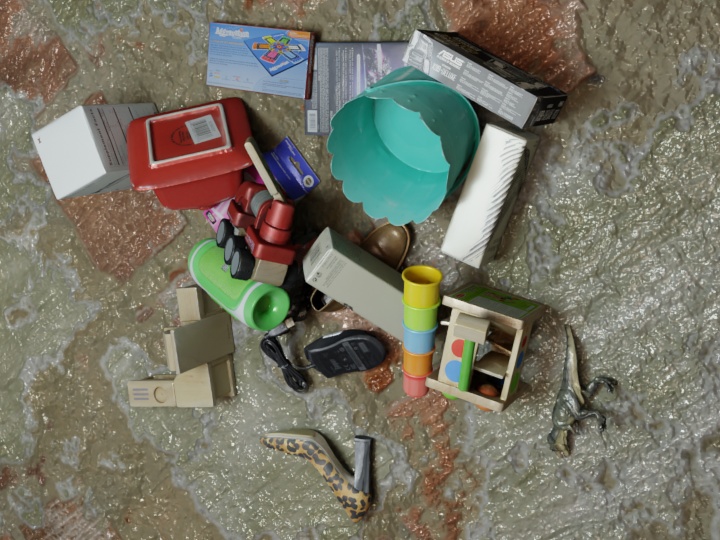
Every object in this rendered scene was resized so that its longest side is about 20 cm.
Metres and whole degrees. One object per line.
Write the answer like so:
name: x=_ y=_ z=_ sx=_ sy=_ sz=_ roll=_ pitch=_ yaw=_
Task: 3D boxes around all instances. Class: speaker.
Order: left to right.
speaker: x=-0.195 y=0.020 z=1.712 sx=0.199 sy=0.088 sz=0.089 roll=34 pitch=114 yaw=44

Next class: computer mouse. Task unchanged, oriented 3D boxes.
computer mouse: x=-0.062 y=0.114 z=1.732 sx=0.199 sy=0.046 sz=0.141 roll=-22 pitch=120 yaw=30

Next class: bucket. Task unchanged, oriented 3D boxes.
bucket: x=0.066 y=-0.185 z=1.556 sx=0.205 sy=0.135 sz=0.209 roll=18 pitch=132 yaw=21

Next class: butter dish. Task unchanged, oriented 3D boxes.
butter dish: x=-0.262 y=-0.162 z=1.736 sx=0.197 sy=0.201 sz=0.149 roll=-14 pitch=132 yaw=-5

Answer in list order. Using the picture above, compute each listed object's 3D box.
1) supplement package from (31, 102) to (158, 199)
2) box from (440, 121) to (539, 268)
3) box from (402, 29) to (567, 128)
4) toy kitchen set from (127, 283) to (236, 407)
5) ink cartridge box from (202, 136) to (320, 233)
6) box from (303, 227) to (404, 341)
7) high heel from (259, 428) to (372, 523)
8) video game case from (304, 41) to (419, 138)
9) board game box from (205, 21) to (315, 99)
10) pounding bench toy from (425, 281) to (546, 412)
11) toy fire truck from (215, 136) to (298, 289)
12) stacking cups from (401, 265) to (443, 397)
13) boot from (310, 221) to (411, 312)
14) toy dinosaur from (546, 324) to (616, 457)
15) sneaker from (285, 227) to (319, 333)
supplement package: x=-0.417 y=-0.199 z=1.784 sx=0.116 sy=0.200 sz=0.118 roll=-22 pitch=89 yaw=27
box: x=0.188 y=-0.111 z=1.574 sx=0.068 sy=0.082 sz=0.202 roll=25 pitch=110 yaw=19
box: x=0.175 y=-0.268 z=1.510 sx=0.199 sy=0.157 sz=0.050 roll=33 pitch=112 yaw=18
toy kitchen set: x=-0.332 y=0.133 z=1.821 sx=0.179 sy=0.163 sz=0.203 roll=-4 pitch=97 yaw=26
ink cartridge box: x=-0.164 y=-0.119 z=1.770 sx=0.200 sy=0.037 sz=0.095 roll=-41 pitch=81 yaw=24
box: x=0.013 y=0.024 z=1.620 sx=0.199 sy=0.082 sz=0.069 roll=33 pitch=108 yaw=-19
high heel: x=-0.076 y=0.338 z=1.782 sx=0.198 sy=0.071 sz=0.144 roll=3 pitch=94 yaw=16
video game case: x=0.003 y=-0.279 z=1.668 sx=0.198 sy=0.019 sz=0.145 roll=5 pitch=101 yaw=24
board game box: x=-0.162 y=-0.336 z=1.728 sx=0.198 sy=0.019 sz=0.104 roll=13 pitch=106 yaw=29
pounding bench toy: x=0.167 y=0.123 z=1.558 sx=0.123 sy=0.200 sz=0.158 roll=18 pitch=105 yaw=21
toy fire truck: x=-0.149 y=-0.099 z=1.619 sx=0.127 sy=0.176 sz=0.202 roll=12 pitch=110 yaw=-23
stacking cups: x=0.082 y=0.094 z=1.578 sx=0.060 sy=0.060 sz=0.202 roll=17 pitch=120 yaw=22
boot: x=0.000 y=0.000 z=1.688 sx=0.200 sy=0.075 sz=0.074 roll=-44 pitch=77 yaw=24
toy dinosaur: x=0.322 y=0.188 z=1.582 sx=0.087 sy=0.047 sz=0.203 roll=12 pitch=101 yaw=30
sneaker: x=-0.108 y=0.025 z=1.747 sx=0.098 sy=0.071 sz=0.201 roll=41 pitch=116 yaw=14
